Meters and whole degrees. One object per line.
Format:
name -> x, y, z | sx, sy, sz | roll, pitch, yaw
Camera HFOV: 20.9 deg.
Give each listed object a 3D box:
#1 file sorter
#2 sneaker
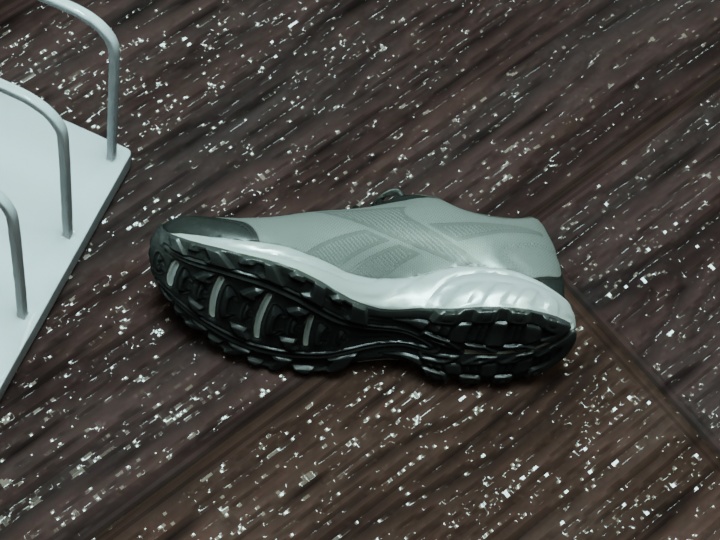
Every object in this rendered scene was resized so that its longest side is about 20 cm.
file sorter -> -0.204, -0.026, 0.852 | 0.138, 0.125, 0.201 | 23, 63, 4
sneaker -> 0.000, 0.000, 0.905 | 0.198, 0.074, 0.080 | 7, 53, -11
